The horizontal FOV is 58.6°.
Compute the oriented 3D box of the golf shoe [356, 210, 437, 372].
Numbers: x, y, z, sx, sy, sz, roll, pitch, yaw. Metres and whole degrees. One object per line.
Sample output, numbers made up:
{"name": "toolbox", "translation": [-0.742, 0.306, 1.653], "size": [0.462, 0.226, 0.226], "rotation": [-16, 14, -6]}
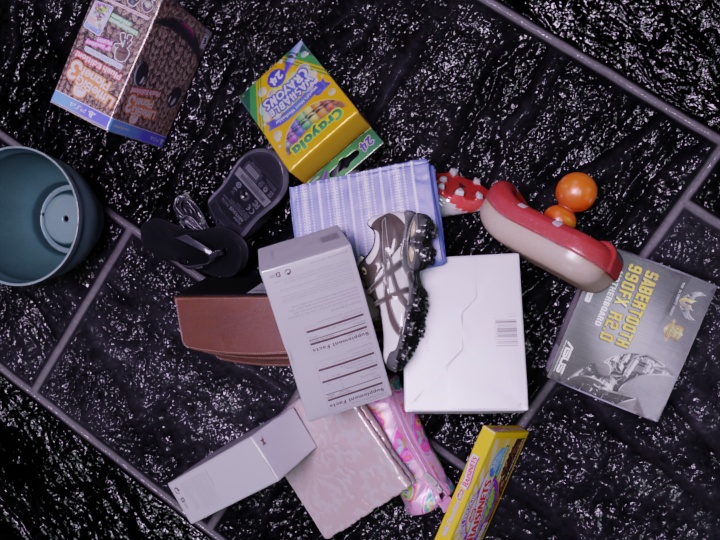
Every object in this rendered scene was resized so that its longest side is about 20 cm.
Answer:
{"name": "golf shoe", "translation": [0.038, 0.024, 0.802], "size": [0.094, 0.078, 0.200], "rotation": [6, 83, 19]}

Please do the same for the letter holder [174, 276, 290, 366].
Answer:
{"name": "letter holder", "translation": [-0.148, 0.089, 0.931], "size": [0.200, 0.101, 0.142], "rotation": [-1, 105, 14]}

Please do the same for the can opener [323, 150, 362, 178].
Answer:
{"name": "can opener", "translation": [-0.037, -0.085, 0.948], "size": [0.063, 0.079, 0.200], "rotation": [4, 97, -28]}

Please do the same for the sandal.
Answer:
{"name": "sandal", "translation": [-0.256, -0.030, 0.966], "size": [0.200, 0.043, 0.076], "rotation": [9, 115, 24]}

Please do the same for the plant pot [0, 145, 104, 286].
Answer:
{"name": "plant pot", "translation": [-0.482, -0.080, 0.983], "size": [0.200, 0.134, 0.201], "rotation": [0, 92, 11]}

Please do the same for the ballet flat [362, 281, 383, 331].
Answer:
{"name": "ballet flat", "translation": [0.000, 0.000, 0.903], "size": [0.068, 0.072, 0.200], "rotation": [-17, 106, 2]}

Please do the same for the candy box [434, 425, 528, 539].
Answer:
{"name": "candy box", "translation": [0.167, 0.311, 0.897], "size": [0.026, 0.102, 0.200], "rotation": [27, 98, 44]}

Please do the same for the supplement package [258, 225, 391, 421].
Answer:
{"name": "supplement package", "translation": [-0.045, 0.063, 0.796], "size": [0.109, 0.114, 0.200], "rotation": [-17, 109, -5]}

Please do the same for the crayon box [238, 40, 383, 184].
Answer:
{"name": "crayon box", "translation": [-0.074, -0.216, 0.912], "size": [0.126, 0.052, 0.200], "rotation": [-40, 64, 9]}

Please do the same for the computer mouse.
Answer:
{"name": "computer mouse", "translation": [-0.179, -0.108, 0.974], "size": [0.200, 0.053, 0.139], "rotation": [-38, 87, 22]}

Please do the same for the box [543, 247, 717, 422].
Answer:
{"name": "box", "translation": [0.364, 0.082, 0.878], "size": [0.158, 0.048, 0.200], "rotation": [23, 96, 9]}

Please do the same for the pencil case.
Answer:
{"name": "pencil case", "translation": [0.062, 0.250, 0.919], "size": [0.087, 0.087, 0.200], "rotation": [-28, 84, 10]}

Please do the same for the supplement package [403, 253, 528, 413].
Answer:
{"name": "supplement package", "translation": [0.140, 0.090, 0.863], "size": [0.155, 0.111, 0.200], "rotation": [-2, 76, 10]}

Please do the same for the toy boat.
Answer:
{"name": "toy boat", "translation": [0.258, -0.068, 0.834], "size": [0.200, 0.130, 0.131], "rotation": [34, 96, 34]}

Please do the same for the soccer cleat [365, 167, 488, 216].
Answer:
{"name": "soccer cleat", "translation": [0.088, -0.098, 0.918], "size": [0.200, 0.069, 0.085], "rotation": [2, 132, -6]}

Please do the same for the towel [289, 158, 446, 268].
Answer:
{"name": "towel", "translation": [0.009, -0.061, 0.856], "size": [0.200, 0.024, 0.145], "rotation": [-9, 83, 11]}

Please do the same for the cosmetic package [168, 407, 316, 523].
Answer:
{"name": "cosmetic package", "translation": [-0.172, 0.282, 0.926], "size": [0.200, 0.101, 0.071], "rotation": [-35, 85, 31]}

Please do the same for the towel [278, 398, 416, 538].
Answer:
{"name": "towel", "translation": [-0.039, 0.265, 0.921], "size": [0.200, 0.032, 0.191], "rotation": [-43, 77, 33]}

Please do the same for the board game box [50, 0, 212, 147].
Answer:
{"name": "board game box", "translation": [-0.327, -0.300, 0.935], "size": [0.097, 0.159, 0.200], "rotation": [27, 97, 8]}
